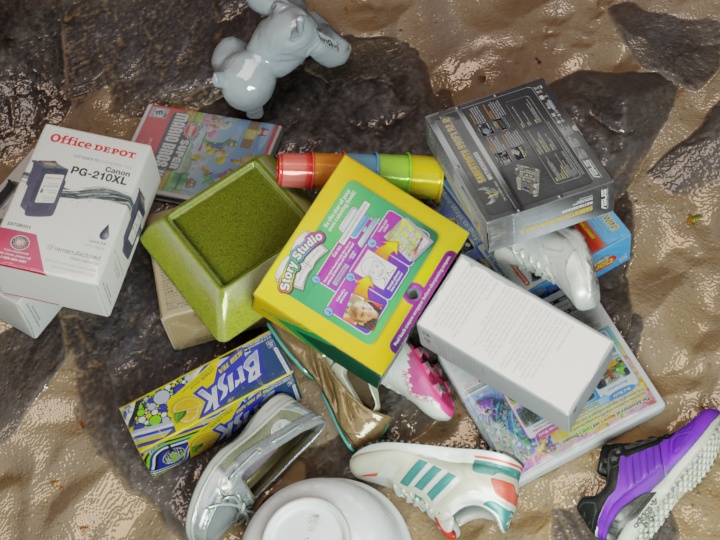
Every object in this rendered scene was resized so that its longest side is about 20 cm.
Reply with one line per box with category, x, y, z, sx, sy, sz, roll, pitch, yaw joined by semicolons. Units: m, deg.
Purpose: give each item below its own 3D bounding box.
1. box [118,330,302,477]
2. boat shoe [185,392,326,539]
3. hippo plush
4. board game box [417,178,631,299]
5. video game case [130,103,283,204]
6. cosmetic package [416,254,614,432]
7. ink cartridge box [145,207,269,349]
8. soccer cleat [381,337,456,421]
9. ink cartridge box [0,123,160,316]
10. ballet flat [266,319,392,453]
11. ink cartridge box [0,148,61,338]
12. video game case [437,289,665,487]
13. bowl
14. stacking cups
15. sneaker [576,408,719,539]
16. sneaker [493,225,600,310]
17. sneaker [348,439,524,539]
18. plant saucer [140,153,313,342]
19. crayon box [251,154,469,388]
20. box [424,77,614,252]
box;-0.171;0.154;1.672;0.198;0.065;0.070;-28;55;-9
boat shoe;-0.119;0.225;1.611;0.064;0.075;0.202;24;56;28
hippo plush;-0.112;-0.278;1.934;0.161;0.159;0.200;-50;41;11
board game box;0.193;-0.051;1.756;0.194;0.056;0.201;-28;56;-10
video game case;-0.216;-0.148;1.913;0.197;0.018;0.144;11;58;16
cosmetic package;0.171;0.080;1.609;0.199;0.071;0.102;31;75;18
ink cartridge box;-0.153;-0.010;1.774;0.197;0.075;0.166;-14;54;0
soccer cleat;0.037;0.108;1.677;0.086;0.070;0.201;-38;58;10
ink cartridge box;-0.340;-0.063;1.738;0.143;0.085;0.202;12;61;8
ballet flat;-0.028;0.113;1.654;0.072;0.068;0.201;-40;67;10
ink cartridge box;-0.412;-0.037;1.830;0.146;0.086;0.201;24;64;23
video game case;0.214;0.126;1.642;0.198;0.024;0.183;-25;63;-9
bowl;-0.047;0.300;1.523;0.198;0.091;0.204;-6;61;11
stacking cups;-0.002;-0.117;1.732;0.197;0.061;0.061;4;55;-7
sneaker;0.307;0.207;1.553;0.099;0.070;0.200;34;67;30
sneaker;0.206;-0.019;1.662;0.098;0.078;0.201;-25;47;0
sneaker;0.077;0.240;1.569;0.197;0.070;0.095;2;69;17
plant saucer;-0.140;-0.043;1.720;0.199;0.048;0.200;-34;58;-14
crayon box;0.000;0.000;1.636;0.171;0.058;0.201;31;71;6
box;0.181;-0.124;1.666;0.156;0.049;0.201;-19;47;-8
